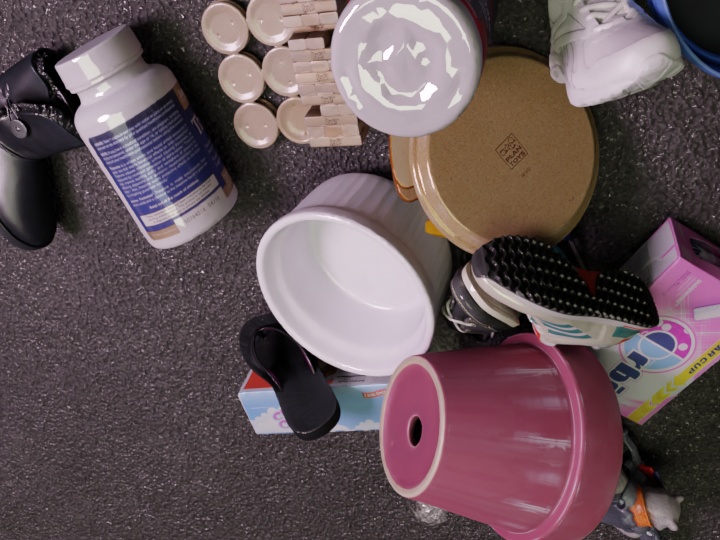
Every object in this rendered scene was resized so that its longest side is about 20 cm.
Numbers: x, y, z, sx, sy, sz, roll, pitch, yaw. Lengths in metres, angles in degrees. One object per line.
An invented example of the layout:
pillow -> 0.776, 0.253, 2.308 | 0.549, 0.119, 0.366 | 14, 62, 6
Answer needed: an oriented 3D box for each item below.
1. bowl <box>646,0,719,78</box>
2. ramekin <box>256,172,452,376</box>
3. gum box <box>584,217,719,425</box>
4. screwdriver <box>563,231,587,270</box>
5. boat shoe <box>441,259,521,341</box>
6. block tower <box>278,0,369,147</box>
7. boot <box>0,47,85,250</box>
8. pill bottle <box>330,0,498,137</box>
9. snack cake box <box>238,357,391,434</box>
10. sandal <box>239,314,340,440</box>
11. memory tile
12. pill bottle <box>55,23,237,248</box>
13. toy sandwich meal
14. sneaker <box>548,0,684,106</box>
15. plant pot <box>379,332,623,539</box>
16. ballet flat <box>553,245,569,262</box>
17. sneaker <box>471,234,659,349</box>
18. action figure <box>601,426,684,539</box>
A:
bowl -> 0.292, -0.240, 0.569 | 0.195, 0.039, 0.206 | -4, 111, -10
ramekin -> 0.000, 0.000, 0.818 | 0.196, 0.098, 0.204 | 17, 134, 18
gum box -> 0.298, 0.053, 0.798 | 0.112, 0.067, 0.201 | 27, 128, -10
screwdriver -> 0.216, -0.020, 0.811 | 0.029, 0.028, 0.202 | 11, 140, 46
boat shoe -> 0.113, 0.038, 0.772 | 0.067, 0.200, 0.073 | -35, 77, 9
block tower -> -0.035, -0.215, 0.705 | 0.056, 0.054, 0.204 | 0, 124, 15
boot -> -0.349, -0.125, 0.869 | 0.164, 0.077, 0.204 | -9, 115, 27
pill bottle -> 0.050, -0.198, 0.619 | 0.108, 0.202, 0.113 | 8, 127, 10
snack cake box -> -0.028, 0.123, 0.922 | 0.195, 0.116, 0.068 | -6, 123, 21
sandal -> -0.081, 0.099, 0.869 | 0.075, 0.200, 0.049 | -34, 132, -10
memory tile -> -0.049, -0.198, 0.766 | 0.195, 0.017, 0.156 | -5, 122, 19
pill bottle -> -0.215, -0.134, 0.801 | 0.109, 0.112, 0.203 | -14, 120, 25
toy sandwich meal -> 0.119, -0.104, 0.724 | 0.199, 0.070, 0.212 | 0, 91, -12
sneaker -> 0.176, -0.187, 0.599 | 0.076, 0.201, 0.101 | -19, 111, 3
plant pot -> 0.122, 0.156, 0.771 | 0.175, 0.203, 0.202 | 10, 132, -24
ballet flat -> 0.147, -0.028, 0.804 | 0.200, 0.076, 0.064 | 47, 156, -12
sneaker -> 0.169, 0.034, 0.713 | 0.195, 0.072, 0.094 | 13, 142, -25
action figure -> 0.295, 0.294, 0.948 | 0.191, 0.105, 0.203 | -18, 108, 45
